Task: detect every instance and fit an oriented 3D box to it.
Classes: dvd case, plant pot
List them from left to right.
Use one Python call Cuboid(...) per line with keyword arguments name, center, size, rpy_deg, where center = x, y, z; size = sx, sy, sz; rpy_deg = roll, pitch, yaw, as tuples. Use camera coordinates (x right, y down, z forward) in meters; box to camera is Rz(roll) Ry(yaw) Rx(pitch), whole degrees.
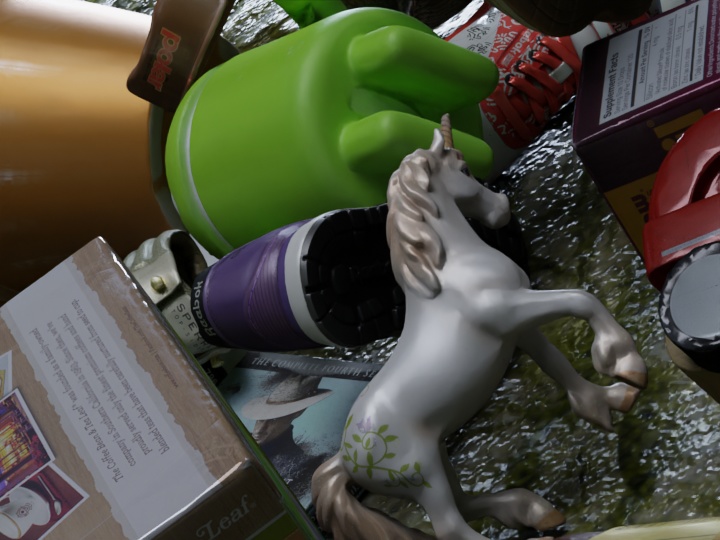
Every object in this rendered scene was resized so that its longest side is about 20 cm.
Cuboid(name="plant pot", center=(-0.164, -0.076, 1.446), size=(0.182, 0.201, 0.201), rpy_deg=(2, 41, 28))
Cuboid(name="dvd case", center=(-0.068, 0.117, 1.175), size=(0.146, 0.022, 0.200), rpy_deg=(4, 45, 52))

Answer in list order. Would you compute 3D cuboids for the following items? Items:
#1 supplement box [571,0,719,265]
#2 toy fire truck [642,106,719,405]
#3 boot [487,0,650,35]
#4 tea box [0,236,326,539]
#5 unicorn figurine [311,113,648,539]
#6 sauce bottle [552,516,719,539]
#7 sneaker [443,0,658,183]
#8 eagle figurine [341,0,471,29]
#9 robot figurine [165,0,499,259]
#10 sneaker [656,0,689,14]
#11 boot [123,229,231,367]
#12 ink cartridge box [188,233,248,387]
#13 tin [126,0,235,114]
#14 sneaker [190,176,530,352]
Cuboid(name="supplement box", center=(0.204, -0.072, 1.070), size=(0.199, 0.111, 0.086), rpy_deg=(-23, 28, 24))
Cuboid(name="toy fire truck", center=(0.190, -0.062, 0.968), size=(0.175, 0.129, 0.201), rpy_deg=(-22, 54, 27))
Cuboid(name="boot", center=(0.042, -0.160, 1.147), size=(0.154, 0.073, 0.200), rpy_deg=(17, 11, 23))
Cuboid(name="tea box", center=(-0.076, 0.129, 0.945), size=(0.133, 0.197, 0.200), rpy_deg=(-37, 32, -3))
Cuboid(name="unicorn figurine", center=(0.046, 0.035, 1.026), size=(0.201, 0.137, 0.074), rpy_deg=(-57, -7, -17))
Cuboid(name="sauce bottle", center=(0.105, 0.126, 0.911), size=(0.199, 0.065, 0.065), rpy_deg=(-13, 33, 40))
Cuboid(name="sneaker", center=(0.101, -0.115, 1.315), size=(0.108, 0.067, 0.202), rpy_deg=(-15, 30, 40))
Cuboid(name="eagle figurine", center=(0.006, -0.152, 1.410), size=(0.151, 0.201, 0.151), rpy_deg=(-16, 45, -11))
Cuboid(name="robot figurine", center=(-0.019, -0.062, 1.235), size=(0.200, 0.115, 0.177), rpy_deg=(-15, 67, 52))
Cuboid(name="sneaker", center=(0.214, -0.152, 1.215), size=(0.146, 0.077, 0.203), rpy_deg=(-34, 33, 28))
Cuboid(name="boot", center=(-0.138, 0.062, 1.217), size=(0.154, 0.072, 0.200), rpy_deg=(-27, 28, 11))
Cuboid(name="ink cartridge box", center=(-0.105, 0.050, 1.314), size=(0.099, 0.039, 0.200), rpy_deg=(3, 46, 51))
Cuboid(name="tin", center=(-0.079, -0.165, 1.342), size=(0.200, 0.042, 0.112), rpy_deg=(-71, 2, -49))
Cuboid(name="sneaker", center=(0.000, 0.000, 1.137), size=(0.087, 0.076, 0.200), rpy_deg=(-11, -5, 35))
